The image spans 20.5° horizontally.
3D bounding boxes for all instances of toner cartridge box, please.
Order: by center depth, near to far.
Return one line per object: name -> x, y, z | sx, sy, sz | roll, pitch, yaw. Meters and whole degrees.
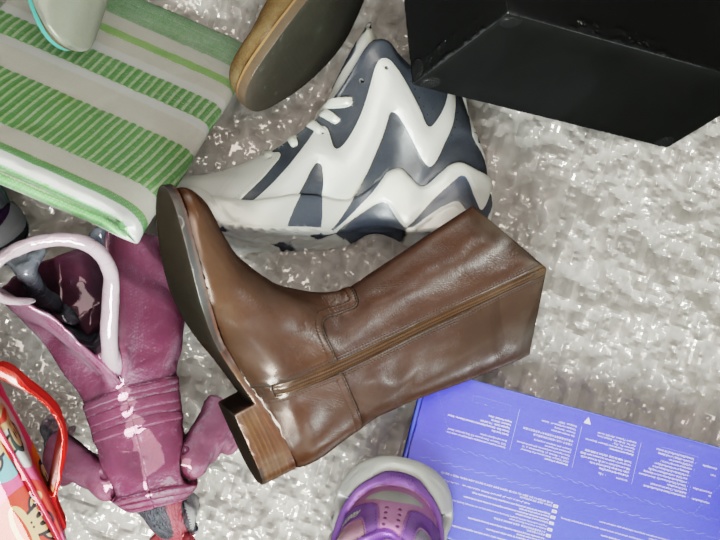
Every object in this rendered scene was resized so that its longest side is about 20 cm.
toner cartridge box -> 0.121, 0.130, 1.168 | 0.198, 0.043, 0.096 | 16, 82, 0

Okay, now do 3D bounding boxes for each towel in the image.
towel -> -0.158, -0.102, 1.138 | 0.151, 0.024, 0.201 | 23, 38, 0

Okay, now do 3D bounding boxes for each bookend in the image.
bookend -> 0.124, -0.197, 1.170 | 0.197, 0.092, 0.202 | 9, 64, -34

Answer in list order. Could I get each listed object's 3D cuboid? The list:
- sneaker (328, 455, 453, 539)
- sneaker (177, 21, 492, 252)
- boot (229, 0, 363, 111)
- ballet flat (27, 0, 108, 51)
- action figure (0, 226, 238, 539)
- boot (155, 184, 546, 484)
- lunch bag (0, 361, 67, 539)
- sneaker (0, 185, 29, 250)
sneaker -> 0.004, 0.209, 1.110 | 0.080, 0.089, 0.202 | 8, 102, 0
sneaker -> -0.021, -0.082, 1.176 | 0.197, 0.080, 0.131 | -2, 80, -3
boot -> -0.033, -0.184, 1.199 | 0.075, 0.074, 0.201 | 27, 70, 14
ballet flat -> -0.163, -0.223, 1.145 | 0.063, 0.067, 0.202 | -24, 60, 28
action figure -> -0.121, 0.070, 1.113 | 0.133, 0.149, 0.202 | -17, 88, -5
boot -> 0.000, 0.000, 1.105 | 0.199, 0.064, 0.188 | -26, 115, -14
lunch bag -> -0.241, 0.106, 1.049 | 0.175, 0.082, 0.201 | -25, 104, -4
sneaker -> -0.289, -0.016, 1.129 | 0.199, 0.074, 0.088 | -29, 95, -37
